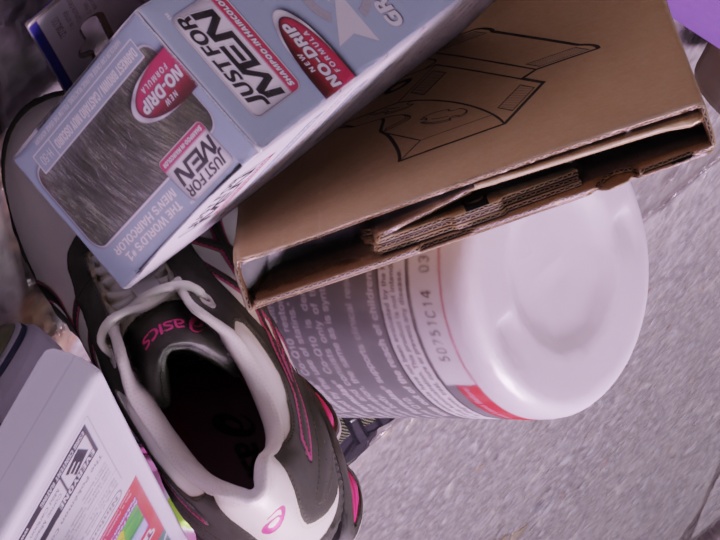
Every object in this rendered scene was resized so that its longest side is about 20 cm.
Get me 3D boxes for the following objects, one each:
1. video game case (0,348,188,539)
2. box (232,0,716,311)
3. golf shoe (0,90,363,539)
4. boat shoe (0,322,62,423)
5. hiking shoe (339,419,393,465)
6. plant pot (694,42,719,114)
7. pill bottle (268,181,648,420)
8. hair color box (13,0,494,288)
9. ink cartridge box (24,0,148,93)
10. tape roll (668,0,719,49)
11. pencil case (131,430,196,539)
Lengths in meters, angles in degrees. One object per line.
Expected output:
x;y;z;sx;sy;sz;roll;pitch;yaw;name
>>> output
-0.121;0.141;0.875;0.200;0.023;0.182;-61;164;-17;video game case
0.035;-0.055;0.994;0.163;0.021;0.200;-19;-160;7;box
-0.063;0.011;0.962;0.077;0.200;0.088;-33;160;-2;golf shoe
-0.189;0.083;1.093;0.200;0.062;0.072;-53;-170;-35;boat shoe
-0.005;0.053;1.438;0.200;0.076;0.101;-51;165;31;hiking shoe
0.302;-0.142;1.512;0.200;0.200;0.174;-15;132;-58;plant pot
0.000;0.000;1.089;0.200;0.114;0.114;-2;-164;41;pill bottle
-0.014;-0.084;0.945;0.200;0.061;0.099;-41;179;-41;hair color box
-0.035;-0.139;0.943;0.200;0.037;0.095;-43;166;-7;ink cartridge box
0.199;-0.184;1.210;0.200;0.085;0.200;-53;169;-15;tape roll
-0.097;0.087;1.093;0.087;0.087;0.200;-42;-169;-2;pencil case
